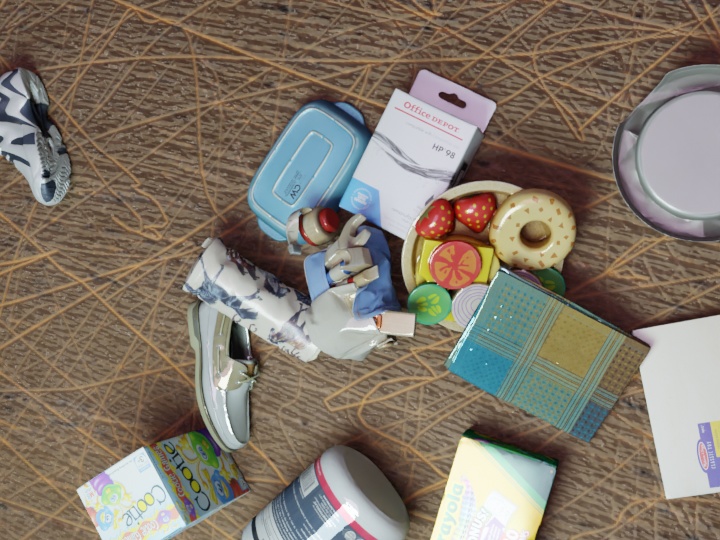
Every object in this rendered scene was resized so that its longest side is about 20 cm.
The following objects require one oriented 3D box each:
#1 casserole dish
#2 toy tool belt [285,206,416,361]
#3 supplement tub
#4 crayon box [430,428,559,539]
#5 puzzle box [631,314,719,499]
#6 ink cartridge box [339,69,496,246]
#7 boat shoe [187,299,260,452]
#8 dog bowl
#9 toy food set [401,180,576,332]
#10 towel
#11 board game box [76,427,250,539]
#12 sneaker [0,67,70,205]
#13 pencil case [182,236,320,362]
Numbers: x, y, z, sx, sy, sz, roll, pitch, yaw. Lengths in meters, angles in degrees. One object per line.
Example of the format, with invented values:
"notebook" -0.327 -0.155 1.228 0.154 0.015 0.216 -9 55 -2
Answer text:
"casserole dish" -0.069 -0.128 1.253 0.121 0.039 0.200 36 98 13
"toy tool belt" 0.000 0.000 1.164 0.123 0.125 0.201 -25 69 33
"supplement tub" -0.053 0.323 1.185 0.200 0.140 0.140 -44 79 10
"crayon box" 0.152 0.305 1.174 0.118 0.058 0.201 17 93 14
"puzzle box" 0.398 0.155 1.130 0.132 0.025 0.201 -11 86 14
"ink cartridge box" 0.071 -0.142 1.200 0.116 0.067 0.201 27 96 14
"boat shoe" -0.168 0.129 1.253 0.068 0.075 0.201 -15 84 19
"dog bowl" 0.390 -0.131 1.122 0.199 0.059 0.201 0 89 14
"toy food set" 0.147 -0.008 1.152 0.199 0.049 0.199 6 112 -5
"towel" 0.215 0.099 1.144 0.199 0.022 0.147 27 110 -3
"board game box" -0.235 0.269 1.203 0.105 0.200 0.103 -33 81 11
"sneaker" -0.481 -0.165 1.340 0.129 0.079 0.200 -22 83 14
"pencil case" -0.124 0.034 1.220 0.200 0.090 0.078 31 122 -1
